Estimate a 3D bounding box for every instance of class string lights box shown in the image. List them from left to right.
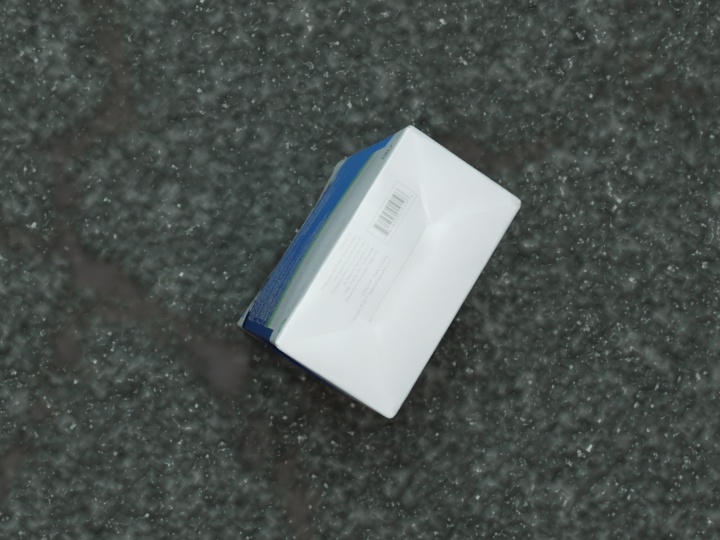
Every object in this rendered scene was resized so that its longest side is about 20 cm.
[{"bbox_3d":[0.000,0.000,0.714,0.059,0.200,0.103,32,86,-7],"label":"string lights box"}]
